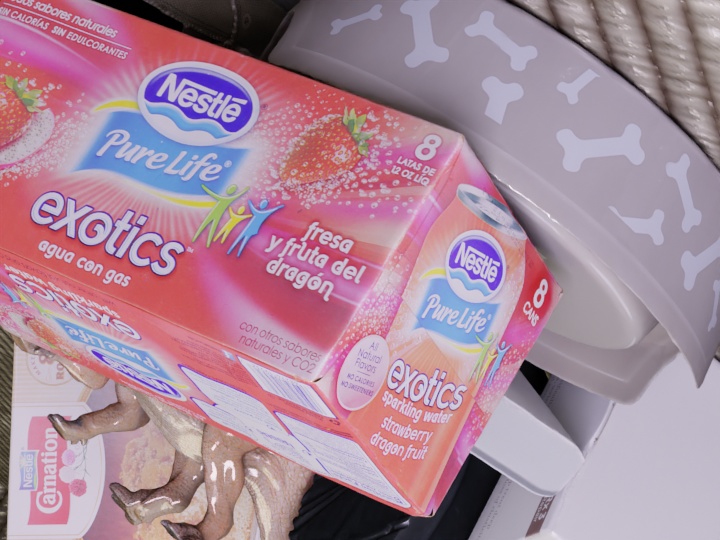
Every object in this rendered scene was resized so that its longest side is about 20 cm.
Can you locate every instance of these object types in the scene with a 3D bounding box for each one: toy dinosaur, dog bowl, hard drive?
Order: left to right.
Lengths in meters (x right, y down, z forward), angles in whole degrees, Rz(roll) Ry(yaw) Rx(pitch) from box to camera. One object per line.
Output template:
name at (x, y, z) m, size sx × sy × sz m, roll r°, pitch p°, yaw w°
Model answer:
toy dinosaur at (-0.059, 0.035, 1.251) m, size 0.200 × 0.135 × 0.086 m, roll 51°, pitch 165°, yaw 0°
hard drive at (0.000, 0.000, 1.170) m, size 0.132 × 0.027 × 0.200 m, roll 34°, pitch -169°, yaw -35°
dog bowl at (0.049, -0.032, 1.039) m, size 0.199 × 0.059 × 0.200 m, roll 33°, pitch 168°, yaw 8°

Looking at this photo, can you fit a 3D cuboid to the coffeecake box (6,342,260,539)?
coffeecake box at (-0.066, 0.102, 1.435) m, size 0.198 × 0.155 × 0.073 m, roll -1°, pitch 164°, yaw 3°

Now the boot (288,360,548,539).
boot at (0.059, 0.113, 1.265) m, size 0.073 × 0.199 × 0.163 m, roll -13°, pitch 125°, yaw 38°

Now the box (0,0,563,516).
box at (-0.048, -0.010, 0.993) m, size 0.199 × 0.095 × 0.103 m, roll 21°, pitch 161°, yaw 35°

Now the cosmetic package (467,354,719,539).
cosmetic package at (0.150, 0.125, 1.199) m, size 0.200 × 0.113 × 0.081 m, roll 39°, pitch 150°, yaw -11°

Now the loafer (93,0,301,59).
loafer at (-0.068, -0.095, 1.086) m, size 0.075 × 0.070 × 0.200 m, roll 26°, pitch 165°, yaw 37°
